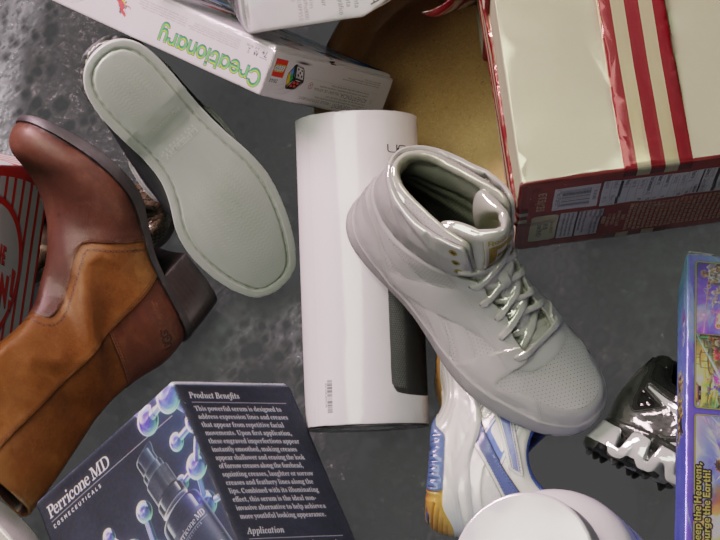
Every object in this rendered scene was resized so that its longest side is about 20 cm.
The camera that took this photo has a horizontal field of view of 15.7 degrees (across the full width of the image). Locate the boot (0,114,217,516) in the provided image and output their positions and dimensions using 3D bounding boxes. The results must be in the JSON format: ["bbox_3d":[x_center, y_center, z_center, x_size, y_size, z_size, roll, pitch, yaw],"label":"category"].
[{"bbox_3d":[-0.214,0.026,1.674,0.200,0.189,0.068,-46,29,-20],"label":"boot"}]

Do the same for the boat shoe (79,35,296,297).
[{"bbox_3d":[-0.111,-0.072,1.709,0.075,0.060,0.201,-32,106,-1],"label":"boat shoe"}]

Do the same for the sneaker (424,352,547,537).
[{"bbox_3d":[0.088,0.069,1.632,0.087,0.075,0.202,3,76,3],"label":"sneaker"}]

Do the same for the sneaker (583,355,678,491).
[{"bbox_3d":[0.235,0.109,1.558,0.199,0.066,0.091,25,86,27],"label":"sneaker"}]

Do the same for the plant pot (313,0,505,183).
[{"bbox_3d":[0.066,-0.115,1.711,0.199,0.027,0.202,-6,72,19],"label":"plant pot"}]

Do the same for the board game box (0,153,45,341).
[{"bbox_3d":[-0.269,0.025,1.689,0.046,0.151,0.202,11,97,22],"label":"board game box"}]

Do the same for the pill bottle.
[{"bbox_3d":[0.118,0.189,1.502,0.111,0.200,0.113,-6,72,18],"label":"pill bottle"}]

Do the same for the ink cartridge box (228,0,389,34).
[{"bbox_3d":[0.014,-0.195,1.672,0.198,0.163,0.058,-4,103,-6],"label":"ink cartridge box"}]

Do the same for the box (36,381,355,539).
[{"bbox_3d":[-0.088,0.190,1.600,0.148,0.107,0.201,-41,61,32],"label":"box"}]

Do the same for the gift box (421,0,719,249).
[{"bbox_3d":[0.144,-0.130,1.575,0.198,0.185,0.188,-5,76,-4],"label":"gift box"}]

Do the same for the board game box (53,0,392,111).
[{"bbox_3d":[-0.092,-0.152,1.703,0.199,0.126,0.035,26,100,36],"label":"board game box"}]

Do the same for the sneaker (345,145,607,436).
[{"bbox_3d":[0.077,0.012,1.550,0.200,0.116,0.074,43,68,4],"label":"sneaker"}]

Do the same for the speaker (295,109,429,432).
[{"bbox_3d":[0.000,0.000,1.649,0.081,0.081,0.202,-4,83,18],"label":"speaker"}]

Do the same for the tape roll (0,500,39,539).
[{"bbox_3d":[-0.286,0.232,1.687,0.201,0.037,0.205,1,95,17],"label":"tape roll"}]

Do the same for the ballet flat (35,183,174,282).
[{"bbox_3d":[-0.222,-0.017,1.772,0.199,0.046,0.068,-15,68,15],"label":"ballet flat"}]

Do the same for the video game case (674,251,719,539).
[{"bbox_3d":[0.274,0.092,1.510,0.180,0.046,0.201,5,60,-1],"label":"video game case"}]
